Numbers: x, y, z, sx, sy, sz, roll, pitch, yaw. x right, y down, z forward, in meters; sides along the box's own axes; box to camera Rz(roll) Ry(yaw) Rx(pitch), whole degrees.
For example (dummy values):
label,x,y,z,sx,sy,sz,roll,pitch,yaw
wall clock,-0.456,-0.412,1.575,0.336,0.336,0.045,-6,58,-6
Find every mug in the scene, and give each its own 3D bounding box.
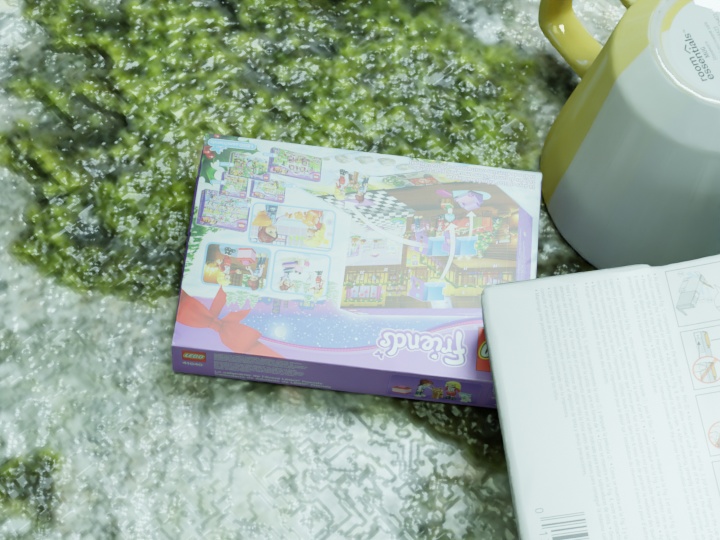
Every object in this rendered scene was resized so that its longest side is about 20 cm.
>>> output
label,x,y,z,sx,sy,sz,roll,pitch,yaw
mug,0.171,-0.093,0.907,0.186,0.153,0.150,24,65,8

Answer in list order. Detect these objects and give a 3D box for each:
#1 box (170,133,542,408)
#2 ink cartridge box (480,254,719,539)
label,x,y,z,sx,sy,sz,roll,pitch,yaw
box,0.000,0.000,0.911,0.200,0.039,0.137,7,63,-1
ink cartridge box,0.161,0.088,0.806,0.176,0.045,0.200,-8,57,3
